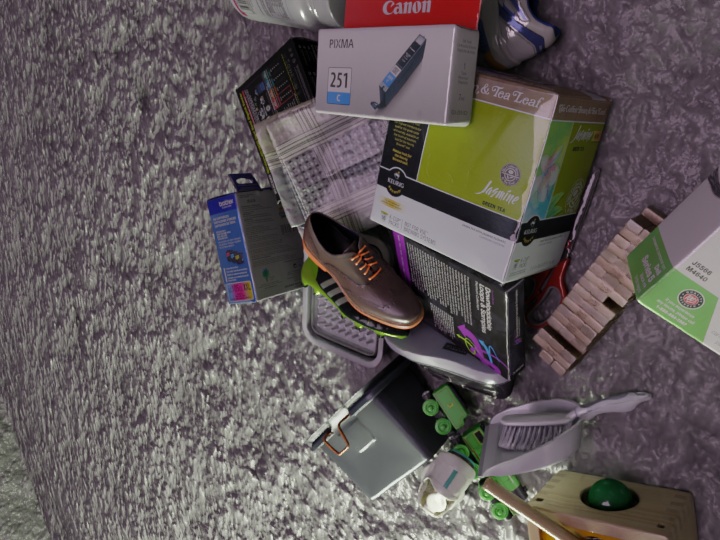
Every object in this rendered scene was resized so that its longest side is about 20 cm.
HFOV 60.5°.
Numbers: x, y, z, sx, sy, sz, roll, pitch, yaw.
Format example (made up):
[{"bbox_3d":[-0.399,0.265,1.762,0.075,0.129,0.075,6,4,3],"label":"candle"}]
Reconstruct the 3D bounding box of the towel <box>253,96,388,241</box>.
[{"bbox_3d":[-0.030,-0.143,0.840,0.199,0.035,0.194,-19,103,18],"label":"towel"}]

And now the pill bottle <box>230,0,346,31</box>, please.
[{"bbox_3d":[-0.083,-0.394,0.851,0.199,0.113,0.114,25,116,35],"label":"pill bottle"}]

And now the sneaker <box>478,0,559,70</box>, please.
[{"bbox_3d":[0.163,-0.332,0.684,0.088,0.075,0.201,-14,98,31],"label":"sneaker"}]

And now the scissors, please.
[{"bbox_3d":[0.242,-0.017,0.721,0.073,0.014,0.201,48,126,26],"label":"scissors"}]

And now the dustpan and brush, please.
[{"bbox_3d":[0.235,0.177,0.720,0.199,0.140,0.058,-10,100,18],"label":"dustpan and brush"}]

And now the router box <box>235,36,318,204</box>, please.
[{"bbox_3d":[-0.096,-0.222,0.938,0.149,0.062,0.201,-24,84,41],"label":"router box"}]

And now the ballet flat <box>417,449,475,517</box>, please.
[{"bbox_3d":[0.105,0.291,0.818,0.069,0.069,0.200,48,160,22],"label":"ballet flat"}]

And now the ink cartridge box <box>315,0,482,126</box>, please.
[{"bbox_3d":[0.035,-0.250,0.654,0.199,0.045,0.177,18,110,42],"label":"ink cartridge box"}]

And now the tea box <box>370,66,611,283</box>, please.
[{"bbox_3d":[0.138,-0.122,0.699,0.199,0.133,0.198,30,119,37],"label":"tea box"}]

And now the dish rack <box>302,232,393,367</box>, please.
[{"bbox_3d":[-0.016,0.032,0.942,0.171,0.043,0.201,17,111,37],"label":"dish rack"}]

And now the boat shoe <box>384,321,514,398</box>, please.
[{"bbox_3d":[0.118,0.120,0.834,0.199,0.070,0.067,14,133,35],"label":"boat shoe"}]

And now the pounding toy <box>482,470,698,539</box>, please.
[{"bbox_3d":[0.262,0.316,0.693,0.183,0.142,0.201,-4,98,42],"label":"pounding toy"}]

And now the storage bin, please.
[{"bbox_3d":[0.029,0.238,0.897,0.134,0.145,0.200,47,128,10],"label":"storage bin"}]

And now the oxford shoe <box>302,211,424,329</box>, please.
[{"bbox_3d":[0.000,0.000,0.797,0.200,0.071,0.073,38,162,11],"label":"oxford shoe"}]

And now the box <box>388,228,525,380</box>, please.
[{"bbox_3d":[0.118,0.031,0.768,0.200,0.036,0.144,36,148,43],"label":"box"}]

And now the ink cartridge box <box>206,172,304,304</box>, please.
[{"bbox_3d":[-0.160,-0.059,0.984,0.076,0.136,0.201,-5,96,37],"label":"ink cartridge box"}]

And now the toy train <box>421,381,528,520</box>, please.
[{"bbox_3d":[0.154,0.240,0.828,0.056,0.042,0.201,-35,84,8],"label":"toy train"}]

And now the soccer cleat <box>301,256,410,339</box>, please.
[{"bbox_3d":[-0.006,0.025,0.862,0.200,0.067,0.081,33,108,32],"label":"soccer cleat"}]

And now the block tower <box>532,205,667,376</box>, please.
[{"bbox_3d":[0.268,0.026,0.677,0.054,0.058,0.201,44,125,24],"label":"block tower"}]

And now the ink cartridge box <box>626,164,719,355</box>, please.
[{"bbox_3d":[0.359,-0.023,0.528,0.145,0.084,0.200,31,125,-4],"label":"ink cartridge box"}]
